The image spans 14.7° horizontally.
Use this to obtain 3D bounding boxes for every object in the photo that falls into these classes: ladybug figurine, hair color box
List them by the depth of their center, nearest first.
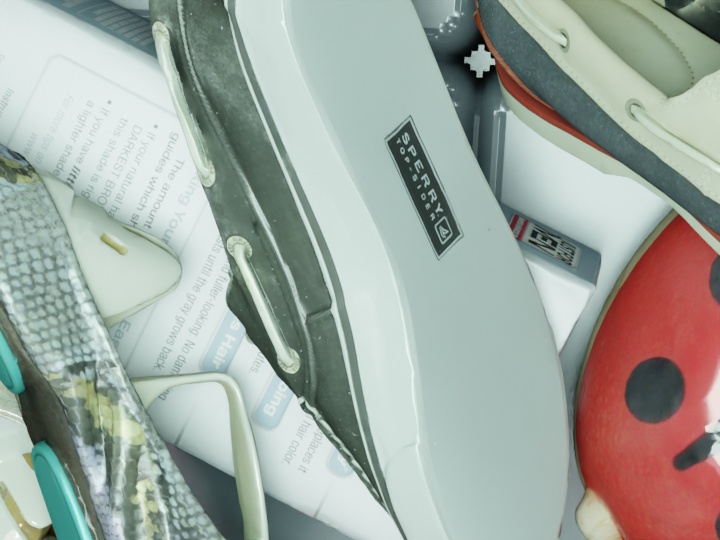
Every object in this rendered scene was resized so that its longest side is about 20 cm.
[{"bbox_3d":[0.145,0.020,0.789,0.200,0.072,0.136,-38,82,6],"label":"ladybug figurine"},{"bbox_3d":[-0.040,-0.003,0.823,0.200,0.061,0.099,28,101,2],"label":"hair color box"}]

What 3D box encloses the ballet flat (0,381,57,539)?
[{"bbox_3d":[-0.087,0.092,0.841,0.067,0.062,0.200,-39,92,11],"label":"ballet flat"}]

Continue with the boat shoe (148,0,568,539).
[{"bbox_3d":[0.000,0.000,0.760,0.064,0.071,0.200,-7,109,40],"label":"boat shoe"}]

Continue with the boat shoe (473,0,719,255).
[{"bbox_3d":[0.106,-0.048,0.747,0.071,0.200,0.063,-37,136,-24],"label":"boat shoe"}]

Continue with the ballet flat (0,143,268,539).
[{"bbox_3d":[-0.072,0.029,0.776,0.072,0.072,0.200,-23,97,9],"label":"ballet flat"}]
